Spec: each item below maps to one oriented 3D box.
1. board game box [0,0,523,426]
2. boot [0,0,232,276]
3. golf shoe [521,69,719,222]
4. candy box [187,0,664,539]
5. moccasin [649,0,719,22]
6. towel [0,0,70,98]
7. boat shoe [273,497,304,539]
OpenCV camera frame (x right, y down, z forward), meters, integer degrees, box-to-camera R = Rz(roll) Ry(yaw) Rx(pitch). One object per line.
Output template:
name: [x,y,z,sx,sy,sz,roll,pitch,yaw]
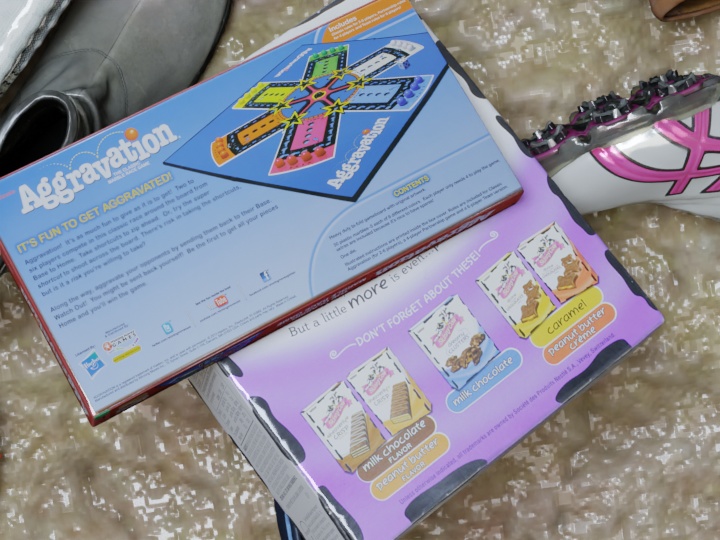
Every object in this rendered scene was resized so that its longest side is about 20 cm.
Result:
board game box: [-0.043,-0.029,0.705,0.199,0.019,0.103,-27,80,-17]
boot: [-0.119,-0.072,0.762,0.067,0.131,0.201,32,97,-6]
golf shoe: [0.164,-0.051,0.799,0.198,0.073,0.093,-18,100,1]
candy box: [0.000,0.000,0.752,0.167,0.072,0.201,-35,81,-18]
moccasin: [0.224,-0.151,0.777,0.199,0.074,0.078,-9,74,0]
towel: [-0.229,-0.122,0.768,0.192,0.035,0.201,38,98,16]
boat shoe: [-0.008,0.050,0.812,0.083,0.069,0.202,-8,95,2]
